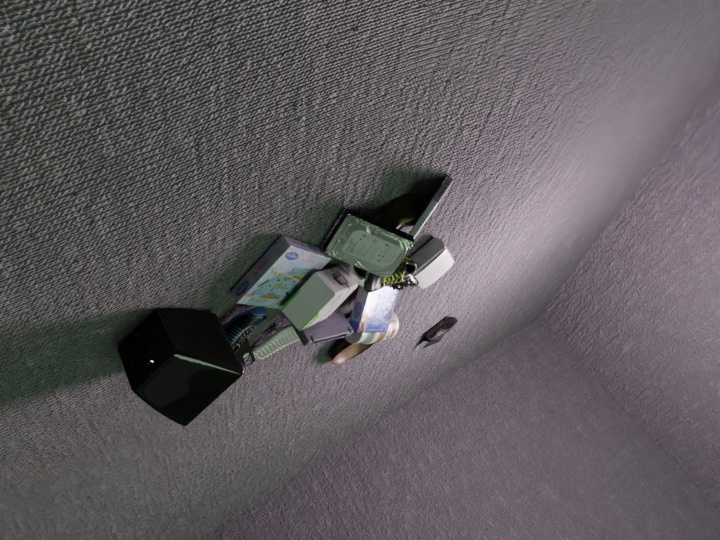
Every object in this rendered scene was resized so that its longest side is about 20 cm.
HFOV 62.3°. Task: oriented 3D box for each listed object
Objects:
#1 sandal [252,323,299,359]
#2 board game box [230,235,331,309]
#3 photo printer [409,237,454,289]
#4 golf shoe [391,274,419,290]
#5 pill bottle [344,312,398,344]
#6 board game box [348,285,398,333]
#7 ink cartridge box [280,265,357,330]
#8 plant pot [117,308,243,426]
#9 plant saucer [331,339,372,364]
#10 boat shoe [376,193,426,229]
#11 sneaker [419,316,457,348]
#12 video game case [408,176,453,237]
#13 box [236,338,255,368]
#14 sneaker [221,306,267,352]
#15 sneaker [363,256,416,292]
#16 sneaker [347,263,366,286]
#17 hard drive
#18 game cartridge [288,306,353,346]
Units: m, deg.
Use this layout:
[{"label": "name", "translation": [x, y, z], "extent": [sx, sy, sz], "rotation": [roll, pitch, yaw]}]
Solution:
[{"label": "sandal", "translation": [-0.245, 0.195, 1.755], "extent": [0.202, 0.050, 0.082], "rotation": [-30, 143, 10]}, {"label": "board game box", "translation": [-0.197, 0.011, 1.502], "extent": [0.200, 0.041, 0.200], "rotation": [-45, 156, 13]}, {"label": "photo printer", "translation": [0.236, -0.018, 2.034], "extent": [0.166, 0.069, 0.200], "rotation": [-41, 157, 5]}, {"label": "golf shoe", "translation": [0.133, 0.012, 1.871], "extent": [0.078, 0.095, 0.200], "rotation": [-19, 172, 7]}, {"label": "pill bottle", "translation": [0.034, 0.195, 2.062], "extent": [0.200, 0.114, 0.114], "rotation": [-5, 139, -51]}, {"label": "board game box", "translation": [0.050, 0.099, 1.901], "extent": [0.200, 0.043, 0.200], "rotation": [8, 99, -59]}, {"label": "ink cartridge box", "translation": [-0.107, 0.071, 1.625], "extent": [0.146, 0.084, 0.200], "rotation": [-46, 172, 16]}, {"label": "plant pot", "translation": [-0.423, 0.203, 1.350], "extent": [0.199, 0.200, 0.177], "rotation": [-42, 145, 8]}, {"label": "plant saucer", "translation": [-0.026, 0.279, 2.196], "extent": [0.200, 0.037, 0.200], "rotation": [-27, 160, -11]}, {"label": "boat shoe", "translation": [0.096, -0.147, 1.624], "extent": [0.200, 0.073, 0.065], "rotation": [-33, -179, -31]}, {"label": "sneaker", "translation": [0.364, 0.289, 2.772], "extent": [0.200, 0.060, 0.104], "rotation": [-32, 154, -4]}, {"label": "video game case", "translation": [0.185, -0.155, 1.686], "extent": [0.200, 0.023, 0.182], "rotation": [-58, 176, 36]}, {"label": "box", "translation": [-0.394, 0.251, 1.636], "extent": [0.200, 0.048, 0.193], "rotation": [-31, 157, -19]}, {"label": "sneaker", "translation": [-0.319, 0.166, 1.521], "extent": [0.200, 0.078, 0.070], "rotation": [-28, 161, 1]}, {"label": "sneaker", "translation": [0.085, 0.005, 1.663], "extent": [0.200, 0.084, 0.075], "rotation": [-38, 139, -42]}, {"label": "sneaker", "translation": [0.000, 0.000, 1.685], "extent": [0.073, 0.071, 0.200], "rotation": [-22, 143, 4]}, {"label": "hard drive", "translation": [0.021, -0.067, 1.545], "extent": [0.200, 0.038, 0.140], "rotation": [23, 123, -20]}, {"label": "game cartridge", "translation": [-0.121, 0.149, 1.743], "extent": [0.200, 0.130, 0.038], "rotation": [-6, 142, -51]}]
